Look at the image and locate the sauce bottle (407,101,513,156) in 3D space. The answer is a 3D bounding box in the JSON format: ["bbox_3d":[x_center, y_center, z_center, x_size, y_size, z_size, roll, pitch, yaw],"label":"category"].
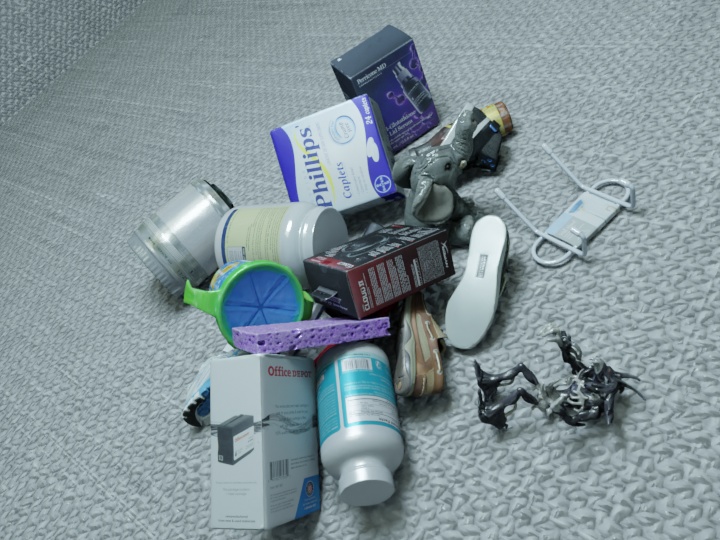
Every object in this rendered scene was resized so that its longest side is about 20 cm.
[{"bbox_3d":[0.186,-0.251,1.166,0.198,0.066,0.066,-23,44,6],"label":"sauce bottle"}]

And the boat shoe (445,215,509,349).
[{"bbox_3d":[0.184,0.022,0.917,0.070,0.064,0.203,14,82,31],"label":"boat shoe"}]

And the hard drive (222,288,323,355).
[{"bbox_3d":[-0.137,0.078,1.075,0.131,0.025,0.201,11,57,35],"label":"hard drive"}]

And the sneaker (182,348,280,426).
[{"bbox_3d":[-0.215,0.156,0.996,0.199,0.075,0.087,-39,39,8],"label":"sneaker"}]

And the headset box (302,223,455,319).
[{"bbox_3d":[0.018,-0.002,0.933,0.198,0.078,0.148,-24,18,-26],"label":"headset box"}]

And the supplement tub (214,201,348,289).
[{"bbox_3d":[-0.134,-0.042,1.058,0.197,0.146,0.146,0,51,28],"label":"supplement tub"}]

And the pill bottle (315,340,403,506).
[{"bbox_3d":[-0.002,0.203,0.828,0.109,0.111,0.202,-19,45,11],"label":"pill bottle"}]

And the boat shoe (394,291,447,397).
[{"bbox_3d":[0.089,0.107,0.903,0.071,0.076,0.201,9,41,-2],"label":"boat shoe"}]

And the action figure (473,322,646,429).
[{"bbox_3d":[0.240,0.138,0.764,0.197,0.103,0.120,-13,35,20],"label":"action figure"}]

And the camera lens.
[{"bbox_3d":[-0.333,-0.067,1.214,0.200,0.161,0.160,-42,45,-12],"label":"camera lens"}]

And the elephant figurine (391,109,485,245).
[{"bbox_3d":[0.118,-0.140,1.005,0.140,0.201,0.156,15,59,37],"label":"elephant figurine"}]

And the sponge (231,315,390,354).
[{"bbox_3d":[-0.069,0.087,0.867,0.197,0.030,0.111,-5,1,-28],"label":"sponge"}]

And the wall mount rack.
[{"bbox_3d":[0.318,-0.109,0.960,0.200,0.075,0.173,-42,44,-12],"label":"wall mount rack"}]

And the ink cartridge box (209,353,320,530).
[{"bbox_3d":[-0.122,0.216,0.801,0.083,0.145,0.203,-8,77,23],"label":"ink cartridge box"}]

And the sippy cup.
[{"bbox_3d":[-0.170,0.042,0.943,0.140,0.178,0.130,-49,29,-11],"label":"sippy cup"}]

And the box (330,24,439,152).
[{"bbox_3d":[0.051,-0.355,1.234,0.147,0.201,0.105,-34,43,-4],"label":"box"}]

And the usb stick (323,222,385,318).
[{"bbox_3d":[0.000,0.000,1.045,0.201,0.055,0.033,-61,9,-33],"label":"usb stick"}]

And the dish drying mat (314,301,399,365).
[{"bbox_3d":[0.007,0.085,0.980,0.200,0.018,0.077,-47,20,-16],"label":"dish drying mat"}]

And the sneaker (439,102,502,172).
[{"bbox_3d":[0.183,-0.187,1.108,0.111,0.073,0.201,32,99,1],"label":"sneaker"}]

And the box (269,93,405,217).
[{"bbox_3d":[-0.040,-0.196,1.142,0.197,0.105,0.187,-18,89,14],"label":"box"}]
